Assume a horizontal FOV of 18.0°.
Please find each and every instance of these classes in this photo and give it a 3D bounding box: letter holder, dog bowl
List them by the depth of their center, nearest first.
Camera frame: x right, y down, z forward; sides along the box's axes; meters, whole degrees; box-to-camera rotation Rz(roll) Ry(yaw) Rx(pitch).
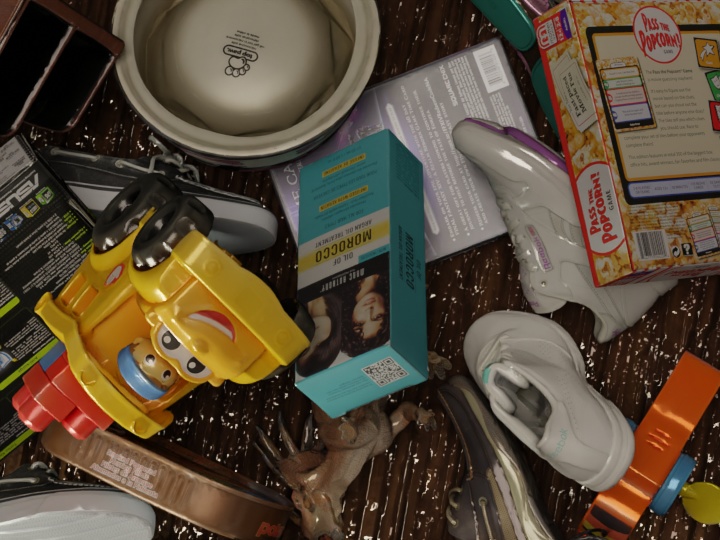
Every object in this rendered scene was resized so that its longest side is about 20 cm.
[{"bbox_3d":[-0.295,-0.155,1.665,0.200,0.100,0.142,28,88,42],"label":"letter holder"},{"bbox_3d":[-0.083,-0.162,1.683,0.199,0.074,0.201,-1,71,2],"label":"dog bowl"}]

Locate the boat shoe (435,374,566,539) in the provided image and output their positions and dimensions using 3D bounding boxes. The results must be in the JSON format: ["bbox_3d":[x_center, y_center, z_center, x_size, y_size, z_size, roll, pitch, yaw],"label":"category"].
[{"bbox_3d":[0.095,0.172,1.638,0.073,0.074,0.201,-28,75,8],"label":"boat shoe"}]

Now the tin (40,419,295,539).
[{"bbox_3d":[-0.141,0.147,1.637,0.199,0.112,0.042,23,86,24],"label":"tin"}]

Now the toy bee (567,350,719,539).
[{"bbox_3d":[0.186,0.152,1.628,0.200,0.109,0.131,-31,71,-23],"label":"toy bee"}]

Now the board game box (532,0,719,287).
[{"bbox_3d":[0.216,-0.095,1.626,0.151,0.046,0.201,-5,77,-34],"label":"board game box"}]

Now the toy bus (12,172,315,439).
[{"bbox_3d":[-0.150,0.047,1.551,0.192,0.200,0.136,-45,112,-7],"label":"toy bus"}]

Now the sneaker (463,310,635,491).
[{"bbox_3d":[0.113,0.077,1.592,0.088,0.200,0.075,20,105,-33],"label":"sneaker"}]

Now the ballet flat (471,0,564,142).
[{"bbox_3d":[0.146,-0.170,1.682,0.071,0.069,0.200,-31,84,-29],"label":"ballet flat"}]

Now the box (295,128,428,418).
[{"bbox_3d":[0.000,0.000,1.604,0.082,0.049,0.201,-24,45,25],"label":"box"}]

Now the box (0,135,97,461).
[{"bbox_3d":[-0.263,0.031,1.646,0.200,0.193,0.048,-40,43,0],"label":"box"}]

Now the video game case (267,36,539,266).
[{"bbox_3d":[0.037,-0.074,1.703,0.199,0.019,0.143,-21,81,4],"label":"video game case"}]

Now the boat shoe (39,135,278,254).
[{"bbox_3d":[-0.154,-0.059,1.699,0.199,0.074,0.068,5,66,19],"label":"boat shoe"}]

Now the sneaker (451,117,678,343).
[{"bbox_3d":[0.134,-0.028,1.642,0.200,0.075,0.100,41,96,-7],"label":"sneaker"}]

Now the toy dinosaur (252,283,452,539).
[{"bbox_3d":[-0.013,0.092,1.663,0.086,0.135,0.201,29,60,-31],"label":"toy dinosaur"}]

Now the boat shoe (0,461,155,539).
[{"bbox_3d":[-0.244,0.171,1.654,0.199,0.072,0.071,-5,47,12],"label":"boat shoe"}]
